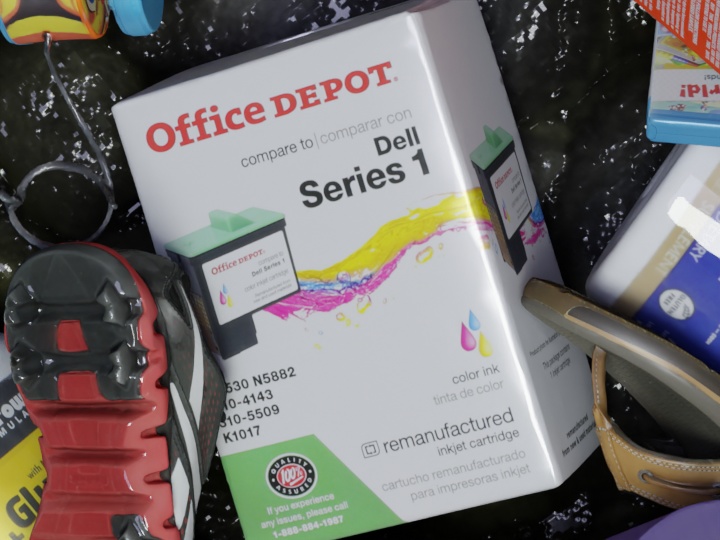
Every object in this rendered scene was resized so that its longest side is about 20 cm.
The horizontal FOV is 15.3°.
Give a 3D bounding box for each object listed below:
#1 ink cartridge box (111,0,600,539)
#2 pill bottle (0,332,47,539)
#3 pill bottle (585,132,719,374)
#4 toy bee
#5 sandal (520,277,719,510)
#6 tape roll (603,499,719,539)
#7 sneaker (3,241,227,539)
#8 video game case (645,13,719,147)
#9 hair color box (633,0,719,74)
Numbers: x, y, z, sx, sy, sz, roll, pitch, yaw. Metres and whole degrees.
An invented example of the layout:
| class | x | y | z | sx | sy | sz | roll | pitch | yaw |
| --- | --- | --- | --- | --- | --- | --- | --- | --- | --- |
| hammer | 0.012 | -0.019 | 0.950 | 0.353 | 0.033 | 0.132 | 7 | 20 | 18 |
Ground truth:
| class | x | y | z | sx | sy | sz | roll | pitch | yaw |
| --- | --- | --- | --- | --- | --- | --- | --- | --- | --- |
| ink cartridge box | 0.000 | 0.000 | 1.108 | 0.144 | 0.084 | 0.201 | -15 | 96 | 22 |
| pill bottle | -0.159 | 0.099 | 1.142 | 0.112 | 0.112 | 0.200 | -40 | 91 | 11 |
| pill bottle | 0.202 | 0.018 | 1.076 | 0.200 | 0.120 | 0.120 | 35 | 101 | 2 |
| toy bee | -0.112 | -0.129 | 1.061 | 0.130 | 0.109 | 0.201 | -21 | 57 | -3 |
| sandal | 0.132 | 0.078 | 1.070 | 0.055 | 0.082 | 0.200 | -49 | 117 | -11 |
| tape roll | 0.131 | 0.194 | 1.007 | 0.085 | 0.200 | 0.201 | -28 | 94 | 46 |
| sneaker | -0.091 | 0.083 | 1.064 | 0.070 | 0.098 | 0.202 | 2 | 101 | 22 |
| video game case | 0.192 | -0.135 | 1.051 | 0.142 | 0.018 | 0.201 | 6 | 63 | 7 |
| hair color box | 0.165 | -0.128 | 1.004 | 0.111 | 0.064 | 0.200 | -40 | 67 | -16 |
